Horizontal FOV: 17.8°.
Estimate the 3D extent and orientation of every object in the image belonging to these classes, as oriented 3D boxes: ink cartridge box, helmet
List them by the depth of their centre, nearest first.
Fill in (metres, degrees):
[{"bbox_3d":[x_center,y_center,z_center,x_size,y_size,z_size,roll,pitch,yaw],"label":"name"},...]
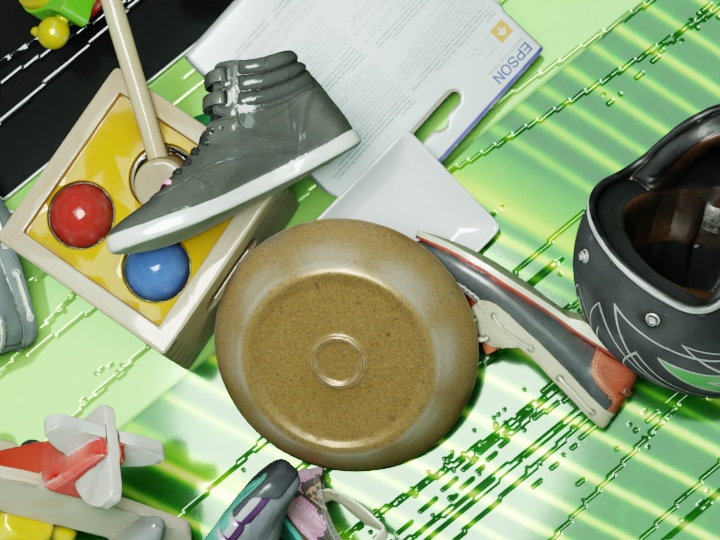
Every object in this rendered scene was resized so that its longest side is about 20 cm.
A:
[{"bbox_3d":[0.251,-0.003,1.634,0.190,0.200,0.200,-38,79,15],"label":"helmet"},{"bbox_3d":[0.002,-0.167,1.757,0.200,0.043,0.196,44,88,-9],"label":"ink cartridge box"}]

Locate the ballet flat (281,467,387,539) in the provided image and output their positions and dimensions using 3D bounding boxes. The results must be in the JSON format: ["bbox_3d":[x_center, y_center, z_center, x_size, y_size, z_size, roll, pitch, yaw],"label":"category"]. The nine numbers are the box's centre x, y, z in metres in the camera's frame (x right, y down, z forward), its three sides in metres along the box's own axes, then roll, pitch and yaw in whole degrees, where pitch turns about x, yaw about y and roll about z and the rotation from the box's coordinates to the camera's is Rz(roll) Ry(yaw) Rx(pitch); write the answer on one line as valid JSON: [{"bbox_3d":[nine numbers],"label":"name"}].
[{"bbox_3d":[-0.006,0.213,1.669,0.071,0.069,0.200,-27,49,-10],"label":"ballet flat"}]

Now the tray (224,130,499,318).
[{"bbox_3d":[0.000,0.000,1.738,0.200,0.022,0.107,-45,103,-2],"label":"tray"}]

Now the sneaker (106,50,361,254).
[{"bbox_3d":[-0.107,-0.088,1.641,0.199,0.071,0.100,-28,89,-13],"label":"sneaker"}]

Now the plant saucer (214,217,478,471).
[{"bbox_3d":[-0.014,0.062,1.691,0.199,0.035,0.201,3,109,8],"label":"plant saucer"}]

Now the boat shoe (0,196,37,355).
[{"bbox_3d":[-0.298,-0.027,1.781,0.062,0.073,0.201,-2,69,-37],"label":"boat shoe"}]

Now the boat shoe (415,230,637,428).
[{"bbox_3d":[0.116,0.040,1.706,0.199,0.071,0.063,33,98,2],"label":"boat shoe"}]

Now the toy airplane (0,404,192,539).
[{"bbox_3d":[-0.231,0.174,1.662,0.199,0.199,0.142,5,72,6],"label":"toy airplane"}]

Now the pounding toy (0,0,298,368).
[{"bbox_3d":[-0.159,-0.066,1.718,0.184,0.142,0.200,34,86,10],"label":"pounding toy"}]

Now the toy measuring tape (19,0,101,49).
[{"bbox_3d":[-0.227,-0.259,1.804,0.073,0.074,0.201,7,66,8],"label":"toy measuring tape"}]

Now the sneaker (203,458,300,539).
[{"bbox_3d":[-0.081,0.224,1.681,0.087,0.074,0.200,37,121,0],"label":"sneaker"}]
